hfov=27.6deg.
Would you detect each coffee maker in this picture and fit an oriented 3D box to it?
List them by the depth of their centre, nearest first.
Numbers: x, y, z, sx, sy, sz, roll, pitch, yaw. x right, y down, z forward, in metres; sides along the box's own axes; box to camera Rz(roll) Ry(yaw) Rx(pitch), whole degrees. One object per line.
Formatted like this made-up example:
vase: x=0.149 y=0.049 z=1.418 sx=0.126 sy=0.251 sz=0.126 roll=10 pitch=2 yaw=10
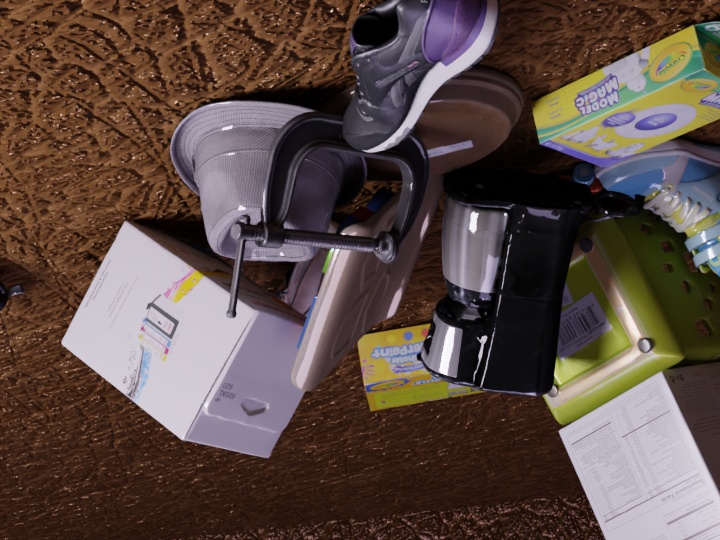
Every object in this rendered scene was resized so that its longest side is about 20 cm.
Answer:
coffee maker: x=0.161 y=0.016 z=1.437 sx=0.191 sy=0.202 sz=0.135 roll=14 pitch=-157 yaw=21

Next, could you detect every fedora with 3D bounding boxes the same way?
fedora: x=-0.084 y=-0.063 z=1.293 sx=0.175 sy=0.091 sz=0.200 roll=6 pitch=159 yaw=-4

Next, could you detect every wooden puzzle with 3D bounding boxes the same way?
wooden puzzle: x=0.000 y=0.000 z=1.410 sx=0.200 sy=0.046 sz=0.186 roll=-36 pitch=150 yaw=-57

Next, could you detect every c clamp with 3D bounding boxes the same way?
c clamp: x=-0.025 y=-0.049 z=1.247 sx=0.199 sy=0.172 sz=0.027 roll=-2 pitch=-166 yaw=-36

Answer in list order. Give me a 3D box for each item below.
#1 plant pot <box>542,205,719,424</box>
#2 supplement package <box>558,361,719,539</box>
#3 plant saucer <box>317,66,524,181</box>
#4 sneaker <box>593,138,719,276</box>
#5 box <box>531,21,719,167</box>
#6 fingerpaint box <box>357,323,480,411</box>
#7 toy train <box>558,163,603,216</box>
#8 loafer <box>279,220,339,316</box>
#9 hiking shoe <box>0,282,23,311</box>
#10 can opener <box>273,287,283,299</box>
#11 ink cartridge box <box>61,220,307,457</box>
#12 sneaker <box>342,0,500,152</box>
plant pot: x=0.269 y=0.045 z=1.566 sx=0.200 sy=0.200 sz=0.181 roll=-35 pitch=165 yaw=36
supplement package: x=0.337 y=0.219 z=1.517 sx=0.151 sy=0.201 sz=0.150 roll=-2 pitch=153 yaw=-47
plant saucer: x=0.051 y=-0.127 z=1.318 sx=0.198 sy=0.030 sz=0.200 roll=-9 pitch=161 yaw=-3
sneaker: x=0.330 y=-0.059 z=1.484 sx=0.199 sy=0.132 sz=0.079 roll=2 pitch=160 yaw=-28
box: x=0.267 y=-0.156 z=1.304 sx=0.199 sy=0.049 sz=0.117 roll=-26 pitch=156 yaw=37
fingerpaint box: x=0.100 y=0.125 z=2.006 sx=0.198 sy=0.074 sz=0.167 roll=-10 pitch=162 yaw=1
toy train: x=0.195 y=-0.047 z=1.574 sx=0.149 sy=0.056 sz=0.200 roll=-8 pitch=161 yaw=-3
loafer: x=-0.051 y=0.006 z=1.583 sx=0.072 sy=0.063 sz=0.200 roll=-43 pitch=172 yaw=-35
hiking shoe: x=-0.440 y=0.022 z=1.475 sx=0.100 sy=0.076 sz=0.199 roll=-31 pitch=162 yaw=31
can opener: x=-0.096 y=0.048 z=1.703 sx=0.199 sy=0.064 sz=0.078 roll=-22 pitch=157 yaw=34
ink cartridge box: x=-0.161 y=0.069 z=1.461 sx=0.199 sy=0.145 sz=0.147 roll=32 pitch=-174 yaw=33
sneaker: x=0.020 y=-0.167 z=1.140 sx=0.087 sy=0.076 sz=0.200 roll=12 pitch=147 yaw=-26
